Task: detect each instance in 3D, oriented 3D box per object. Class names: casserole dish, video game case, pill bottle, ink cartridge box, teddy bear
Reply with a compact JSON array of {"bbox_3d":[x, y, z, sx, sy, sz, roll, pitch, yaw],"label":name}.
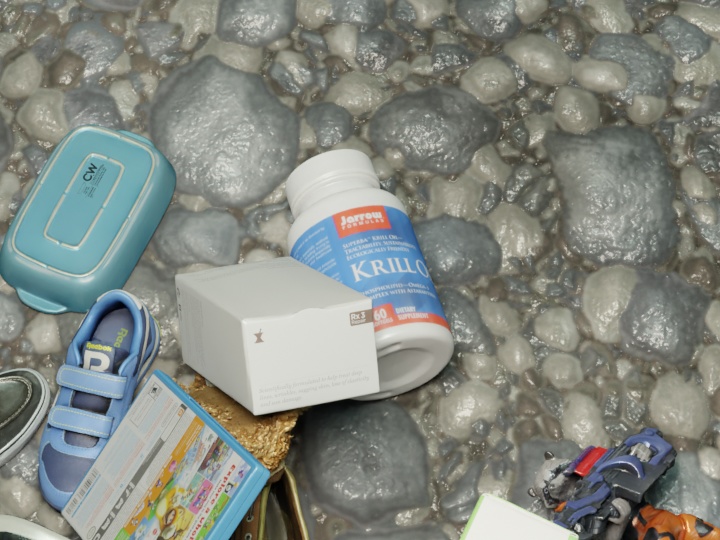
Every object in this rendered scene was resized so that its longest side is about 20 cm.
[{"bbox_3d":[-0.245,-0.053,1.908,0.120,0.039,0.201,21,62,10],"label":"casserole dish"},{"bbox_3d":[-0.156,0.175,1.668,0.144,0.018,0.200,-56,34,1],"label":"video game case"},{"bbox_3d":[0.000,0.000,1.836,0.111,0.113,0.201,-16,62,-9],"label":"pill bottle"},{"bbox_3d":[0.092,0.282,1.628,0.083,0.200,0.146,23,63,9],"label":"ink cartridge box"},{"bbox_3d":[-0.110,0.128,1.752,0.144,0.067,0.199,-28,24,-36],"label":"teddy bear"}]

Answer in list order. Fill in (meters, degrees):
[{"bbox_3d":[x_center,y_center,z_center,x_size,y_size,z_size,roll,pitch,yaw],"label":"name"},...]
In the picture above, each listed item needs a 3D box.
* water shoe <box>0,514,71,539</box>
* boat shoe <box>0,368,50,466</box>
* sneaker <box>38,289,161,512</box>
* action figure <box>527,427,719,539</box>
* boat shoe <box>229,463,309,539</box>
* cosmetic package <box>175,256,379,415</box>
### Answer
[{"bbox_3d":[-0.240,0.261,1.711,0.199,0.072,0.079,22,65,12],"label":"water shoe"},{"bbox_3d":[-0.347,0.139,1.778,0.199,0.071,0.072,-33,66,-18],"label":"boat shoe"},{"bbox_3d":[-0.225,0.105,1.793,0.073,0.082,0.201,11,64,5],"label":"sneaker"},{"bbox_3d":[0.211,0.218,1.720,0.193,0.105,0.199,36,36,24],"label":"action figure"},{"bbox_3d":[-0.071,0.247,1.707,0.072,0.068,0.201,13,51,-43],"label":"boat shoe"},{"bbox_3d":[-0.070,0.049,1.727,0.112,0.200,0.082,-9,104,-18],"label":"cosmetic package"}]
